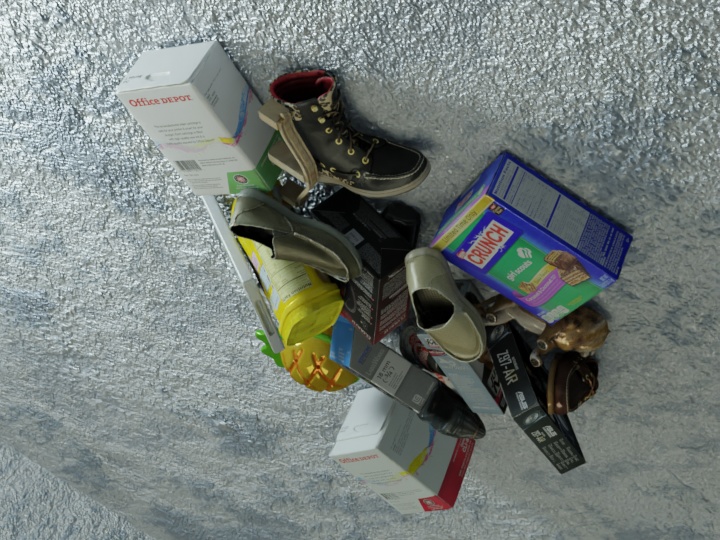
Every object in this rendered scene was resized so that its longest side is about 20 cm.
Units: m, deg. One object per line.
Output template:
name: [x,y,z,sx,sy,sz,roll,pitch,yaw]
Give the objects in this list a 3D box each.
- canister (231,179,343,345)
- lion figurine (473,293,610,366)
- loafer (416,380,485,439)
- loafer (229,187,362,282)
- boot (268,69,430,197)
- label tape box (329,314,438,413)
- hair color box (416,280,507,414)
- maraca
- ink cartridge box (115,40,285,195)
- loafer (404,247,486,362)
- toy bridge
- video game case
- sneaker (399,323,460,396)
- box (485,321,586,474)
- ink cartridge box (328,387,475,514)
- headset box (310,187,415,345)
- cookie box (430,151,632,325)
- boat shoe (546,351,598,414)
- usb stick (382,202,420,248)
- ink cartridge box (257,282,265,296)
canister: [-0.109,-0.011,1.557,0.202,0.086,0.149,62,164,13]
lion figurine: [0.240,0.065,1.520,0.199,0.122,0.073,31,139,24]
loafer: [0.143,0.230,1.783,0.072,0.073,0.200,28,-173,-16]
loafer: [-0.090,-0.033,1.451,0.198,0.070,0.076,27,150,11]
boot: [-0.018,-0.173,1.367,0.198,0.074,0.151,15,149,34]
label tape box: [0.008,0.134,1.690,0.199,0.064,0.144,34,174,-12]
hair color box: [0.167,0.117,1.632,0.060,0.100,0.201,-1,140,38]
maraca: [-0.087,0.142,1.851,0.197,0.108,0.138,12,140,22]
ink cartridge box: [-0.206,-0.198,1.454,0.143,0.085,0.201,1,141,36]
loafer: [0.108,0.060,1.460,0.075,0.069,0.201,-13,129,28]
toy bridge: [-0.086,-0.139,1.398,0.067,0.027,0.201,35,159,21]
video game case: [-0.180,0.003,1.671,0.183,0.022,0.201,73,171,-51]
sneaker: [0.140,0.148,1.743,0.107,0.068,0.201,28,173,43]
box: [0.252,0.183,1.589,0.043,0.162,0.200,-28,136,14]
ink cartridge box: [0.075,0.318,1.955,0.200,0.146,0.144,41,146,-23]
headset box: [0.000,0.000,1.555,0.149,0.075,0.201,45,156,23]
cookie box: [0.213,-0.035,1.394,0.198,0.076,0.171,32,150,-7]
boat shoe: [0.300,0.154,1.539,0.069,0.200,0.072,4,103,15]
usb stick: [0.052,-0.027,1.569,0.055,0.033,0.201,15,148,6]
ink cartridge box: [-0.056,0.034,1.727,0.199,0.057,0.163,34,148,-3]
